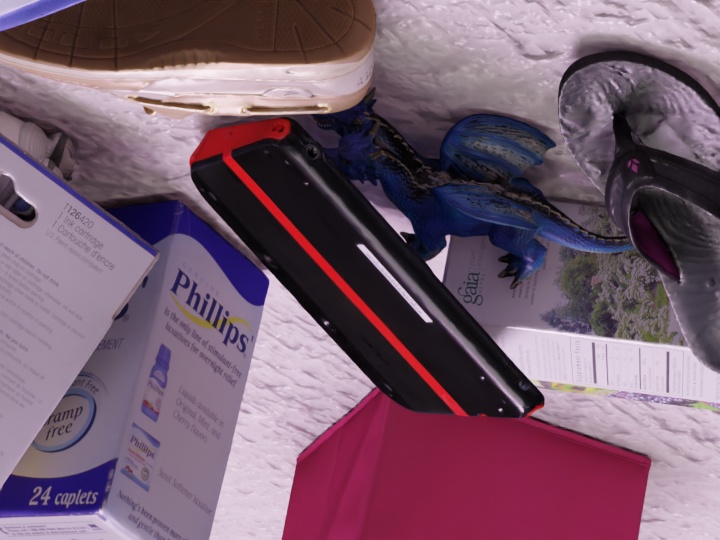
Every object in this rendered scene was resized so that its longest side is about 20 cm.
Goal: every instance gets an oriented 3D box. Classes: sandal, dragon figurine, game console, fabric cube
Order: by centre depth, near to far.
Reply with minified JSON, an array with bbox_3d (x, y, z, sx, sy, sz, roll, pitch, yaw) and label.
[{"bbox_3d":[0.163,-0.024,1.251,0.075,0.048,0.201,-24,117,20],"label":"sandal"},{"bbox_3d":[0.067,-0.041,1.312,0.199,0.059,0.100,11,155,4],"label":"dragon figurine"},{"bbox_3d":[0.000,0.000,1.327,0.200,0.031,0.177,47,163,-13],"label":"game console"},{"bbox_3d":[0.054,0.215,1.683,0.196,0.200,0.200,17,154,-14],"label":"fabric cube"}]

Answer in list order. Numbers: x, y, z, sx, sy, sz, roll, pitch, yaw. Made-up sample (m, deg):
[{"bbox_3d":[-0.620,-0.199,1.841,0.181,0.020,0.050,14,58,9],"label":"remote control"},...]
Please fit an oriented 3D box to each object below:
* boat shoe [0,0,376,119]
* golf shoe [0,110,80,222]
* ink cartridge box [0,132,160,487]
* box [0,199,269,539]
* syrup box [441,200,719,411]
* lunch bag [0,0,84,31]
[{"bbox_3d":[-0.089,-0.104,1.232,0.199,0.074,0.069,6,148,10],"label":"boat shoe"},{"bbox_3d":[-0.244,-0.016,1.430,0.097,0.078,0.200,31,115,-13],"label":"golf shoe"},{"bbox_3d":[-0.241,0.017,1.354,0.197,0.200,0.047,38,168,-24],"label":"ink cartridge box"},{"bbox_3d":[-0.171,0.075,1.486,0.183,0.201,0.105,-6,148,32],"label":"box"},{"bbox_3d":[0.144,0.019,1.380,0.199,0.079,0.082,6,154,11],"label":"syrup box"},{"bbox_3d":[-0.204,-0.180,1.073,0.200,0.124,0.170,-19,143,34],"label":"lunch bag"}]
